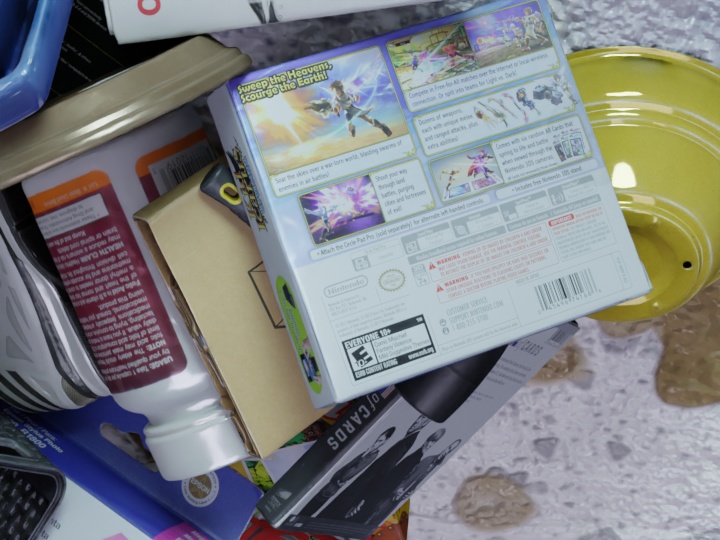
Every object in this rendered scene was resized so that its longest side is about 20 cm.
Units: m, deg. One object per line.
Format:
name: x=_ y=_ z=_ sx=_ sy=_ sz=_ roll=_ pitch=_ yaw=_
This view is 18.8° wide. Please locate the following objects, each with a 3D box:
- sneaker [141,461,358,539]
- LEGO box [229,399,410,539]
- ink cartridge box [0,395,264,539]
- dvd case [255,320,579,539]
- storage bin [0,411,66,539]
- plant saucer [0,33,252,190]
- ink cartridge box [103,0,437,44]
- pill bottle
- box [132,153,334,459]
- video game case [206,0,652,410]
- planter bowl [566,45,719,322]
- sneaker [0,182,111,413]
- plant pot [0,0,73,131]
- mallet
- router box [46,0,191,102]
sneaker: x=-0.094 y=0.184 z=1.414 sx=0.199 sy=0.085 sz=0.077 roll=11 pitch=133 yaw=-5
LEGO box: x=-0.059 y=0.097 z=1.442 sx=0.149 sy=0.077 sz=0.200 roll=-8 pitch=131 yaw=12
ink cartridge box: x=-0.187 y=0.174 z=1.370 sx=0.196 sy=0.043 sz=0.200 roll=31 pitch=99 yaw=23
dvd case: x=0.038 y=0.087 z=1.337 sx=0.200 sy=0.025 sz=0.150 roll=-46 pitch=158 yaw=8
storage bin: x=-0.289 y=0.169 z=1.312 sx=0.200 sy=0.094 sz=0.135 roll=-56 pitch=147 yaw=9
plant saucer: x=-0.152 y=-0.080 z=1.158 sx=0.200 sy=0.200 sz=0.030 roll=-21 pitch=99 yaw=23
ink cartridge box: x=-0.042 y=-0.209 z=1.121 sx=0.199 sy=0.084 sz=0.145 roll=-8 pitch=127 yaw=-3
pill bottle: x=-0.112 y=0.014 z=1.291 sx=0.114 sy=0.114 sz=0.200 roll=-20 pitch=97 yaw=22
box: x=-0.018 y=-0.013 z=1.255 sx=0.021 sy=0.200 sz=0.164 roll=13 pitch=133 yaw=56
video game case: x=0.038 y=-0.041 z=1.193 sx=0.200 sy=0.182 sz=0.045 roll=-18 pitch=177 yaw=-21
planter bowl: x=0.156 y=-0.029 z=1.299 sx=0.200 sy=0.084 sz=0.201 roll=3 pitch=133 yaw=3
sneaker: x=-0.227 y=0.002 z=1.340 sx=0.115 sy=0.076 sz=0.201 roll=-19 pitch=101 yaw=26
plant pot: x=-0.254 y=-0.154 z=1.087 sx=0.200 sy=0.200 sz=0.180 roll=-25 pitch=126 yaw=24
mallet: x=0.000 y=0.000 z=1.214 sx=0.066 sy=0.041 sz=0.200 roll=-43 pitch=108 yaw=5
router box: x=-0.201 y=-0.170 z=1.226 sx=0.200 sy=0.051 sz=0.149 roll=38 pitch=124 yaw=-26
